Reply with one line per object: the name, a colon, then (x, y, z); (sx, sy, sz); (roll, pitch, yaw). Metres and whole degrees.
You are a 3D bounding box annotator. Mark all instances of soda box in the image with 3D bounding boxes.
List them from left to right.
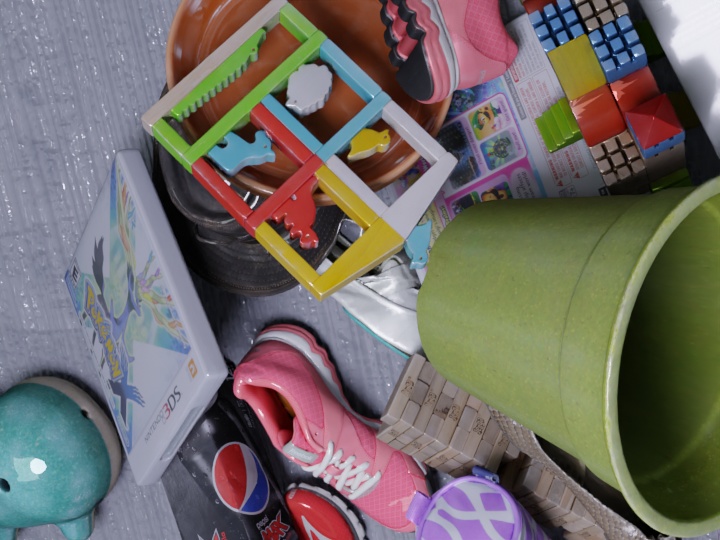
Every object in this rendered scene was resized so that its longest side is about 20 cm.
soda box: (-0.111, 0.178, 1.059); (0.071, 0.063, 0.201); (-32, 72, 29)

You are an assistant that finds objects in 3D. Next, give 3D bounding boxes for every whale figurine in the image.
whale figurine: (-0.303, 0.186, 1.160); (0.159, 0.104, 0.200); (49, 119, 0)

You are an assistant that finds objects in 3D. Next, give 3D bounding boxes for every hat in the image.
hat: (-0.102, -0.080, 0.960); (0.199, 0.081, 0.202); (0, 89, 31)

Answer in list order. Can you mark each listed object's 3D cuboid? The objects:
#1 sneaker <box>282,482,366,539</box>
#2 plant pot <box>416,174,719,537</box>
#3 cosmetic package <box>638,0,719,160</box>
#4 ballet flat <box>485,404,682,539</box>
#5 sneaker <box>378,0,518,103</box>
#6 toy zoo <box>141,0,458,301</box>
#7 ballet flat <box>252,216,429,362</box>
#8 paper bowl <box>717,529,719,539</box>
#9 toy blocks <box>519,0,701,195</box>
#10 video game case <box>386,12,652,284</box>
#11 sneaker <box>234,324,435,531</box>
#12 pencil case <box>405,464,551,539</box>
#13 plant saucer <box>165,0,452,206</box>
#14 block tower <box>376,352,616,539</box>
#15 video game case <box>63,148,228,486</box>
sneaker: (-0.039, 0.275, 1.088); (0.076, 0.085, 0.201); (2, 109, 21)
plant pot: (0.137, 0.031, 0.774); (0.189, 0.199, 0.202); (14, 116, 48)
cosmetic package: (0.246, -0.129, 0.810); (0.090, 0.107, 0.201); (-29, 97, 28)
ballet flat: (0.159, 0.132, 0.918); (0.200, 0.067, 0.046); (53, 156, 5)
sneaker: (0.049, -0.212, 0.892); (0.074, 0.086, 0.201); (143, 113, -69)
toy zoo: (-0.029, -0.073, 0.865); (0.131, 0.020, 0.200); (-43, 81, -13)
ballet flat: (0.000, 0.000, 0.988); (0.199, 0.069, 0.070); (34, 118, 13)
paper bowl: (0.334, 0.170, 0.853); (0.199, 0.105, 0.201); (4, 135, 4)
toy blocks: (0.143, -0.128, 0.795); (0.099, 0.137, 0.201); (-25, 77, 11)
video game case: (0.105, -0.062, 0.907); (0.181, 0.024, 0.201); (-26, 77, 29)
sneaker: (-0.027, 0.138, 1.025); (0.200, 0.087, 0.074); (46, 120, 2)
pencil case: (0.103, 0.218, 0.955); (0.085, 0.084, 0.200); (10, 154, 32)
plant saucer: (-0.034, -0.140, 0.910); (0.199, 0.032, 0.202); (1, 75, -4)
block tower: (0.107, 0.135, 0.957); (0.199, 0.054, 0.058); (30, 153, -7)
video game case: (-0.173, 0.040, 1.019); (0.183, 0.022, 0.201); (-54, 53, 48)
